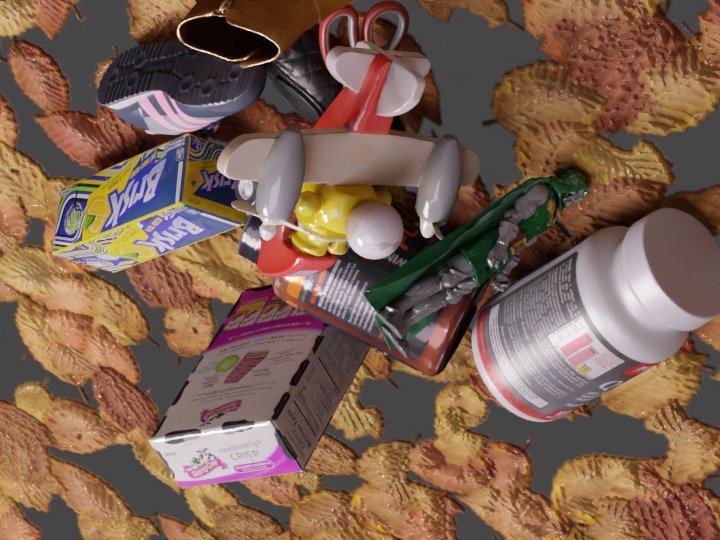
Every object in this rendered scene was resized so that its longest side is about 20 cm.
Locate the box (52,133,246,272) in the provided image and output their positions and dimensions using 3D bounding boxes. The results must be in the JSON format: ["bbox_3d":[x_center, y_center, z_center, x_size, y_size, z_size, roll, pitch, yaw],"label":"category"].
[{"bbox_3d":[-0.179,-0.055,1.871,0.070,0.065,0.200,18,156,-36],"label":"box"}]

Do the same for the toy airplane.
[{"bbox_3d":[-0.002,-0.076,1.690,0.141,0.199,0.199,60,174,30],"label":"toy airplane"}]

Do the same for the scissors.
[{"bbox_3d":[0.011,-0.133,1.750,0.073,0.014,0.201,-17,132,-10],"label":"scissors"}]

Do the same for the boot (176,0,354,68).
[{"bbox_3d":[-0.027,-0.204,1.634,0.200,0.144,0.071,1,130,27],"label":"boot"}]

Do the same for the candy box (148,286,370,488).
[{"bbox_3d":[-0.077,0.092,1.888,0.136,0.200,0.061,-11,123,35],"label":"candy box"}]

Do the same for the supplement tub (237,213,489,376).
[{"bbox_3d":[0.000,0.000,1.830,0.199,0.107,0.107,27,136,6],"label":"supplement tub"}]

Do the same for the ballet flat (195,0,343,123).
[{"bbox_3d":[-0.079,-0.202,1.746,0.200,0.057,0.066,48,162,-11],"label":"ballet flat"}]

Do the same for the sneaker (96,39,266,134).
[{"bbox_3d":[-0.127,-0.144,1.784,0.082,0.070,0.200,35,162,-36],"label":"sneaker"}]

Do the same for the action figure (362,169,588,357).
[{"bbox_3d":[0.098,-0.015,1.725,0.055,0.200,0.118,48,171,20],"label":"action figure"}]

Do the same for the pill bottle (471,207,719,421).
[{"bbox_3d":[0.191,0.035,1.753,0.116,0.116,0.200,43,135,-13],"label":"pill bottle"}]
